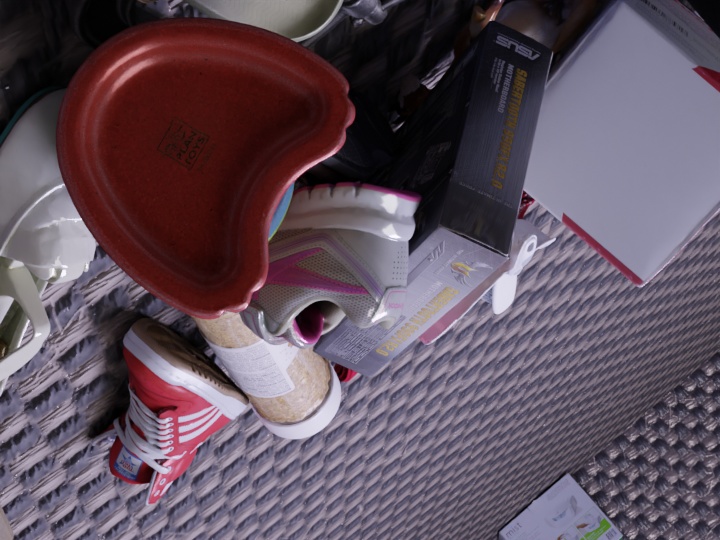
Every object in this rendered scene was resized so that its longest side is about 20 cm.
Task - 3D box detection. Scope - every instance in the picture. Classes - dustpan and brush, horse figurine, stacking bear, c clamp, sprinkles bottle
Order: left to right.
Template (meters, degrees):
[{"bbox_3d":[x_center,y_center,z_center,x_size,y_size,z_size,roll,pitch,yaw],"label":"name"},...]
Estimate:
[{"bbox_3d":[-0.081,-0.044,0.637,0.122,0.113,0.200,-60,-177,-7],"label":"stacking bear"},{"bbox_3d":[-0.069,0.049,0.914,0.068,0.068,0.200,-39,147,-9],"label":"sprinkles bottle"},{"bbox_3d":[-0.046,-0.145,0.654,0.170,0.027,0.200,-31,164,22],"label":"c clamp"},{"bbox_3d":[0.112,-0.001,1.049,0.139,0.057,0.200,-39,161,-13],"label":"dustpan and brush"},{"bbox_3d":[0.112,-0.175,0.881,0.199,0.050,0.133,-37,163,-22],"label":"horse figurine"}]

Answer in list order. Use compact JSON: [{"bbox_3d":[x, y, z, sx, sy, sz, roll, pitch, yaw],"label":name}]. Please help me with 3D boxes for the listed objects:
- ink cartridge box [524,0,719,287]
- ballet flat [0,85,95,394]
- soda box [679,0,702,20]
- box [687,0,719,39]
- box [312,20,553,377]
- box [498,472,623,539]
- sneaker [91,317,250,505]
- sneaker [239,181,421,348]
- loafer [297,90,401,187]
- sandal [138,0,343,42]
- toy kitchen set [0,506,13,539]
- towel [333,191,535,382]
[{"bbox_3d":[0.205,-0.113,0.959,0.145,0.145,0.200,-51,180,25],"label":"ink cartridge box"},{"bbox_3d":[-0.174,-0.002,0.678,0.069,0.069,0.201,-12,144,-54],"label":"ballet flat"},{"bbox_3d":[0.241,-0.141,1.172,0.200,0.063,0.071,-46,160,11],"label":"soda box"},{"bbox_3d":[0.292,-0.244,0.809,0.198,0.149,0.125,-9,133,-11],"label":"box"},{"bbox_3d":[0.044,-0.041,0.840,0.200,0.048,0.160,-47,-156,55],"label":"box"},{"bbox_3d":[0.418,0.561,2.744,0.200,0.177,0.097,-39,159,-11],"label":"box"},{"bbox_3d":[-0.149,0.105,0.929,0.112,0.071,0.200,-45,162,-4],"label":"sneaker"},{"bbox_3d":[-0.057,0.002,0.763,0.198,0.089,0.081,-5,175,33],"label":"sneaker"},{"bbox_3d":[-0.029,-0.072,0.787,0.063,0.072,0.200,-34,174,16],"label":"loafer"},{"bbox_3d":[-0.078,-0.141,0.528,0.200,0.058,0.080,16,125,-38],"label":"sandal"},{"bbox_3d":[-0.266,0.186,0.652,0.162,0.181,0.201,-16,125,-5],"label":"toy kitchen set"},{"bbox_3d":[0.063,0.012,1.107,0.199,0.023,0.145,-32,159,-28],"label":"towel"}]
